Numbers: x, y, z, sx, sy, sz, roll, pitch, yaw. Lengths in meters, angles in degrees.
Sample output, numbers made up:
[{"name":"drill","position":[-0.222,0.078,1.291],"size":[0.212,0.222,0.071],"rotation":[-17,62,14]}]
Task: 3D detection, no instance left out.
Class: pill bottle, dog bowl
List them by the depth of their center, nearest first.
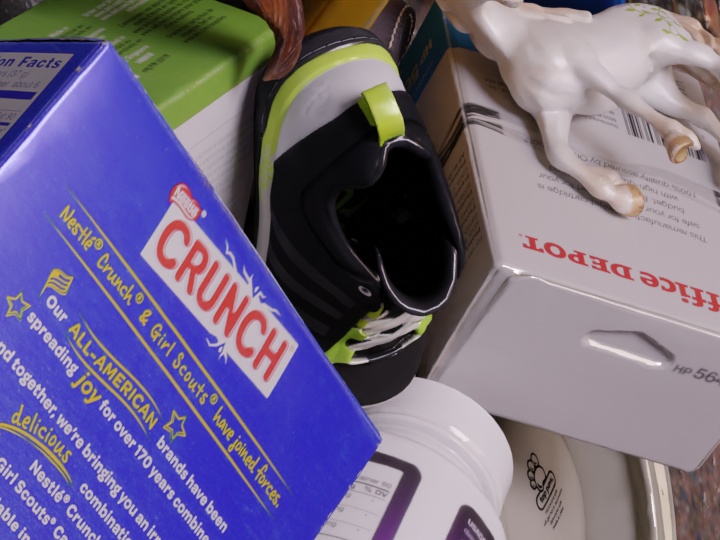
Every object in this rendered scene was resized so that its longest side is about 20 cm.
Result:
[{"name":"pill bottle","position":[-0.005,0.135,0.964],"size":[0.112,0.111,0.200],"rotation":[62,34,-26]},{"name":"dog bowl","position":[0.078,0.116,1.151],"size":[0.200,0.074,0.201],"rotation":[26,59,-53]}]

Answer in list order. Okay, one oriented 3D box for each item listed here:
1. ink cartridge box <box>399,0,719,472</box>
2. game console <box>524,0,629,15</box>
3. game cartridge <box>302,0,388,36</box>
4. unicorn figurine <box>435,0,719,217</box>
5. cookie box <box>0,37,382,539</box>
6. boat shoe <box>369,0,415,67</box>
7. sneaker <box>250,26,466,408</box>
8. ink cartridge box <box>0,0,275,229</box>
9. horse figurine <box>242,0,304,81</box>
[{"name":"ink cartridge box","position":[0.094,-0.019,1.095],"size":[0.146,0.084,0.200],"rotation":[17,38,-20]},{"name":"game console","position":[0.072,-0.229,1.160],"size":[0.200,0.118,0.171],"rotation":[74,22,-44]},{"name":"game cartridge","position":[0.008,-0.164,1.020],"size":[0.032,0.200,0.177],"rotation":[25,50,-11]},{"name":"unicorn figurine","position":[0.105,-0.092,1.069],"size":[0.137,0.074,0.200],"rotation":[48,22,24]},{"name":"cookie box","position":[-0.105,0.063,0.664],"size":[0.200,0.075,0.171],"rotation":[-53,129,-26]},{"name":"boat shoe","position":[-0.001,-0.038,1.055],"size":[0.072,0.065,0.200],"rotation":[96,10,-53]},{"name":"sneaker","position":[0.000,0.000,0.905],"size":[0.083,0.072,0.200],"rotation":[53,-18,38]},{"name":"ink cartridge box","position":[-0.107,0.009,0.882],"size":[0.148,0.076,0.200],"rotation":[-43,151,-56]},{"name":"horse figurine","position":[-0.037,-0.173,0.832],"size":[0.132,0.050,0.201],"rotation":[18,64,-56]}]
